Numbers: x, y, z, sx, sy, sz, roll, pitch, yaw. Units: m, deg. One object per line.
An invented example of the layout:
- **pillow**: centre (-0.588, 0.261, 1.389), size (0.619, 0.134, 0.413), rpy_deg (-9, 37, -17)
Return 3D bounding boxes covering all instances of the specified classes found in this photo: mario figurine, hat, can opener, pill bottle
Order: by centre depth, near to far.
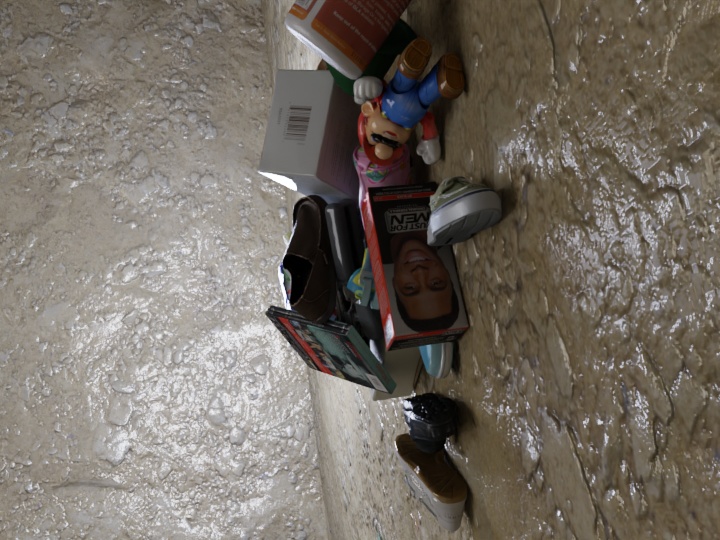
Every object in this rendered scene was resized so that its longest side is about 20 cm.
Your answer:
- **pill bottle**: centre (0.009, -0.334, 0.873), size (0.202, 0.111, 0.112), rpy_deg (-54, 20, 7)
- **mario figurine**: centre (0.050, -0.182, 0.927), size (0.125, 0.105, 0.200), rpy_deg (53, 154, 4)
- **hat**: centre (-0.017, -0.258, 1.050), size (0.200, 0.164, 0.179), rpy_deg (43, 132, 26)
- **can opener**: centre (0.000, 0.000, 1.096), size (0.066, 0.053, 0.206), rpy_deg (2, 107, 46)

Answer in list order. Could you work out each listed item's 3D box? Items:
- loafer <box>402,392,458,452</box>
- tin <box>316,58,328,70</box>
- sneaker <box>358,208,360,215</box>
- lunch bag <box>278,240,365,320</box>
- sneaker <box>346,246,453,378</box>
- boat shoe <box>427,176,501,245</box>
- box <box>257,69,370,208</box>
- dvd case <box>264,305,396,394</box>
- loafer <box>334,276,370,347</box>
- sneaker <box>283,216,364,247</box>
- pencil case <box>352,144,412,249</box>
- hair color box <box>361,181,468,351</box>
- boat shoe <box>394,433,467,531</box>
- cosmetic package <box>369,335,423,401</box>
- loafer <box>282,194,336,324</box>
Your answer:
- **loafer**: centre (0.098, 0.211, 1.034), size (0.201, 0.066, 0.072), rpy_deg (137, 119, -83)
- **tin**: centre (-0.020, -0.276, 1.293), size (0.042, 0.109, 0.205), rpy_deg (-128, 31, -52)
- **sneaker**: centre (0.029, -0.093, 1.280), size (0.107, 0.073, 0.203), rpy_deg (70, 180, -55)
- **lunch bag**: centre (-0.038, 0.028, 1.310), size (0.171, 0.194, 0.127), rpy_deg (-114, 21, -57)
- **sneaker**: centre (0.049, 0.053, 1.028), size (0.080, 0.127, 0.205), rpy_deg (109, 153, -62)
- **boat shoe**: centre (0.102, -0.070, 0.834), size (0.200, 0.070, 0.064), rpy_deg (138, 122, -81)
- **box**: centre (-0.049, -0.193, 1.154), size (0.199, 0.104, 0.157), rpy_deg (22, -102, -63)
- **dvd case**: centre (-0.048, 0.121, 1.181), size (0.197, 0.022, 0.147), rpy_deg (11, 144, 47)
- **loafer**: centre (-0.007, 0.046, 1.172), size (0.063, 0.070, 0.205), rpy_deg (31, 131, 53)
- **sneaker**: centre (-0.050, -0.072, 1.245), size (0.198, 0.082, 0.075), rpy_deg (-8, 118, 53)
- **pencil case**: centre (0.037, -0.085, 1.097), size (0.088, 0.085, 0.204), rpy_deg (-109, 10, -50)
- **hair color box**: centre (0.067, -0.008, 0.982), size (0.061, 0.099, 0.205), rpy_deg (113, 149, -66)
- **boat shoe**: centre (0.094, 0.298, 1.081), size (0.200, 0.069, 0.071), rpy_deg (-130, 37, -70)
- **cosmetic package**: centre (0.053, 0.113, 1.199), size (0.202, 0.071, 0.106), rpy_deg (99, 161, -57)
- **loafer**: centre (-0.076, -0.026, 1.119), size (0.072, 0.070, 0.205), rpy_deg (-28, 58, 37)
